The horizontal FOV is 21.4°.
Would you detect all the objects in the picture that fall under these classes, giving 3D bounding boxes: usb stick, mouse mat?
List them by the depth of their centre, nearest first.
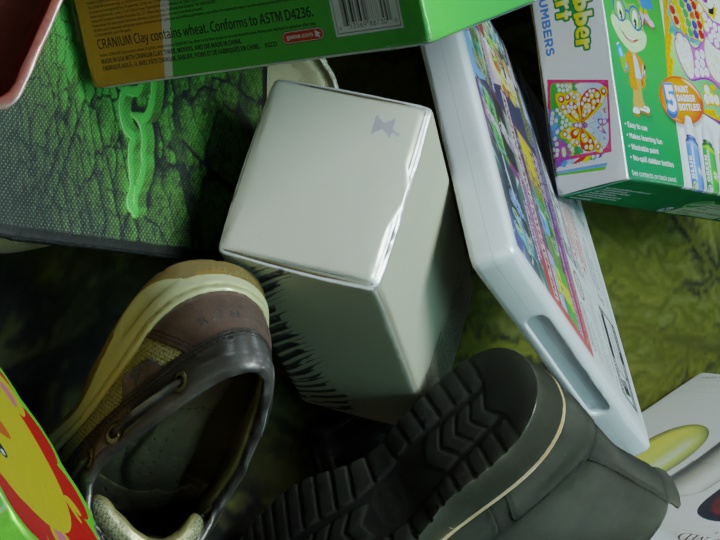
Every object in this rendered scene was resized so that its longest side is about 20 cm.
[{"bbox_3d":[-0.087,-0.106,0.735,0.161,0.008,0.201,6,82,-53],"label":"mouse mat"},{"bbox_3d":[0.025,0.152,0.948,0.055,0.033,0.201,-34,117,-30],"label":"usb stick"}]

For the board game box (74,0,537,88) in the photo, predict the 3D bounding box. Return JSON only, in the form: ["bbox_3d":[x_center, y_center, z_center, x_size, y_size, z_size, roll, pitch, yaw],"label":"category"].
[{"bbox_3d":[0.011,-0.118,0.735,0.200,0.152,0.041,-29,111,-52],"label":"board game box"}]

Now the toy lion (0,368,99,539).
[{"bbox_3d":[-0.157,0.029,0.660,0.069,0.200,0.192,-34,134,-1],"label":"toy lion"}]

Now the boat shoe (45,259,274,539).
[{"bbox_3d":[-0.091,0.089,0.745,0.073,0.065,0.201,12,121,-24],"label":"boat shoe"}]

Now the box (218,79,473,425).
[{"bbox_3d":[0.000,0.000,0.817,0.200,0.068,0.083,70,35,-67],"label":"box"}]

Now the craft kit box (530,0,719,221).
[{"bbox_3d":[0.154,-0.130,0.990,0.200,0.048,0.199,3,74,-55],"label":"craft kit box"}]

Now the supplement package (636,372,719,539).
[{"bbox_3d":[0.212,0.165,1.022,0.200,0.191,0.148,-27,111,-40],"label":"supplement package"}]

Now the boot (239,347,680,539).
[{"bbox_3d":[0.041,0.134,0.867,0.138,0.200,0.078,34,28,-42],"label":"boot"}]

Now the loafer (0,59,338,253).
[{"bbox_3d":[-0.074,-0.051,0.807,0.200,0.068,0.076,-25,111,-41],"label":"loafer"}]

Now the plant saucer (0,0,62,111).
[{"bbox_3d":[-0.163,-0.159,0.649,0.037,0.199,0.200,64,45,-68],"label":"plant saucer"}]

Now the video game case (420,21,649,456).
[{"bbox_3d":[0.075,-0.035,0.888,0.182,0.023,0.201,51,22,-48],"label":"video game case"}]
